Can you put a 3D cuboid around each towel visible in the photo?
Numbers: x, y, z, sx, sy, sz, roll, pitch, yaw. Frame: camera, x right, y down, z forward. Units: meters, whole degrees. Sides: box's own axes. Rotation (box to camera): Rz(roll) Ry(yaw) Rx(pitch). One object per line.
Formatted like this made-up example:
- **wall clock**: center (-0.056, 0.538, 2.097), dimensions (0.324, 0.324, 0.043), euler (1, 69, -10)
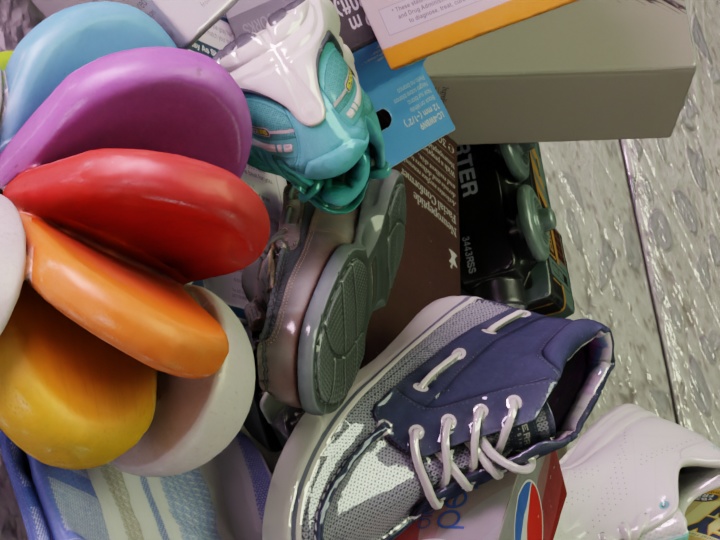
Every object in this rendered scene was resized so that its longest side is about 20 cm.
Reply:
- **towel**: center (-0.088, 0.101, 1.095), dimensions (0.200, 0.024, 0.147), euler (32, 27, -49)

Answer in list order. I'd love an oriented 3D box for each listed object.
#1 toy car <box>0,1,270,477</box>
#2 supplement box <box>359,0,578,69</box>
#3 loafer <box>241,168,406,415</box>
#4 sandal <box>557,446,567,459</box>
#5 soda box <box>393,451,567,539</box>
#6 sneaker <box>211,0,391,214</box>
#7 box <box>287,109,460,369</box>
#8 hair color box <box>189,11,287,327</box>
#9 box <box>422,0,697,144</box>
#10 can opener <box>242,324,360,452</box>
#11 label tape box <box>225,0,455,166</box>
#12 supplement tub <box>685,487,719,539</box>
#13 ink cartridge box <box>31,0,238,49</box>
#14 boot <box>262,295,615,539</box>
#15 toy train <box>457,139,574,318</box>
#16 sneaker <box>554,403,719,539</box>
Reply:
- **toy car**: center (-0.106, -0.025, 1.010), dimensions (0.175, 0.150, 0.201), euler (25, 38, -39)
- **supplement box**: center (0.037, -0.212, 1.176), dimensions (0.073, 0.126, 0.201), euler (-35, 104, -48)
- **loafer**: center (-0.025, 0.008, 1.126), dimensions (0.200, 0.063, 0.072), euler (-61, 154, -65)
- **sandal**: center (0.085, 0.114, 1.409), dimensions (0.200, 0.054, 0.082), euler (-17, 88, -63)
- **soda box**: center (0.043, 0.147, 1.175), dimensions (0.200, 0.063, 0.070), euler (-65, 148, -49)
- **sneaker**: center (-0.025, -0.059, 1.101), dimensions (0.080, 0.077, 0.200), euler (60, 0, 5)
- **box**: center (0.000, 0.000, 1.312), dimensions (0.100, 0.075, 0.201), euler (39, 43, -46)
- **hair color box**: center (-0.088, -0.064, 1.203), dimensions (0.100, 0.060, 0.201), euler (19, 56, -59)
- **box**: center (0.082, -0.118, 1.396), dimensions (0.082, 0.199, 0.069), euler (102, -16, -62)
- **can opener**: center (-0.013, 0.091, 1.222), dimensions (0.053, 0.067, 0.200), euler (-45, 143, -16)
- **label tape box**: center (-0.006, -0.150, 1.252), dimensions (0.143, 0.066, 0.201), euler (-32, 100, -51)
- **supplement tub**: center (0.188, 0.216, 1.434), dimensions (0.145, 0.144, 0.200), euler (66, 27, -8)
- **ink cartridge box**: center (-0.135, -0.179, 1.092), dimensions (0.200, 0.115, 0.068), euler (48, 68, -6)
- **boot**: center (0.039, 0.076, 1.148), dimensions (0.200, 0.090, 0.073), euler (-49, 132, -42)
- **toy train**: center (0.074, -0.055, 1.482), dimensions (0.114, 0.085, 0.201), euler (44, 32, -63)
- **sneaker**: center (0.133, 0.143, 1.356), dimensions (0.200, 0.088, 0.076), euler (-41, 134, -37)
